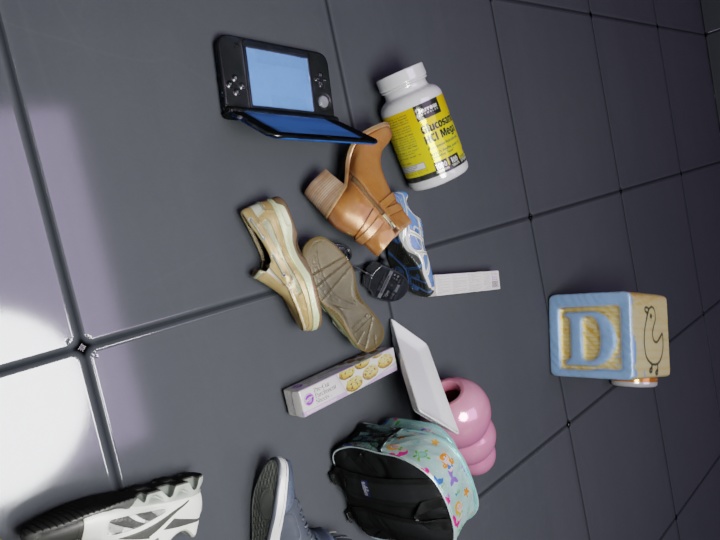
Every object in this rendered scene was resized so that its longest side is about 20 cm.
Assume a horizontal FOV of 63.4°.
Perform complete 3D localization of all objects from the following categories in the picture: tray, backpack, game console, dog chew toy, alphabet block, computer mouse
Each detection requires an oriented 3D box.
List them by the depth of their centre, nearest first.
[{"bbox_3d":[-0.088,-0.258,0.842,0.200,0.118,0.171,-8,91,-43],"label":"game console"},{"bbox_3d":[0.078,0.318,0.878,0.151,0.200,0.178,-29,104,-41],"label":"backpack"},{"bbox_3d":[0.000,0.000,0.959,0.200,0.034,0.059,27,93,-32],"label":"computer mouse"},{"bbox_3d":[0.097,0.175,0.965,0.107,0.022,0.200,36,24,-34],"label":"tray"},{"bbox_3d":[0.184,0.286,1.037,0.125,0.124,0.200,-48,124,-34],"label":"dog chew toy"},{"bbox_3d":[0.573,0.150,1.348,0.200,0.196,0.196,4,84,-42],"label":"alphabet block"}]

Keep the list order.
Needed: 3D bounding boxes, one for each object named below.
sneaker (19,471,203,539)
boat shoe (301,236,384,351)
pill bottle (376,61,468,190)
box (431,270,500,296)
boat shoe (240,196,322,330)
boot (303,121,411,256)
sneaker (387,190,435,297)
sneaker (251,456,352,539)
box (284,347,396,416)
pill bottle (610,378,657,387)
[{"bbox_3d":[-0.267,0.293,0.653,0.200,0.074,0.089,1,83,-42],"label":"sneaker"},{"bbox_3d":[-0.035,0.037,0.901,0.073,0.063,0.201,-41,110,-19],"label":"boat shoe"},{"bbox_3d":[0.104,-0.250,1.018,0.112,0.112,0.200,-37,110,-38],"label":"pill bottle"},{"bbox_3d":[0.195,0.024,1.123,0.200,0.039,0.041,-4,87,-42],"label":"box"},{"bbox_3d":[-0.119,0.000,0.832,0.076,0.072,0.200,-22,93,-27],"label":"boat shoe"},{"bbox_3d":[0.026,-0.129,0.928,0.155,0.074,0.200,41,71,1],"label":"boot"},{"bbox_3d":[0.087,-0.045,1.006,0.077,0.076,0.200,-38,112,-33],"label":"sneaker"},{"bbox_3d":[-0.074,0.353,0.810,0.146,0.077,0.203,4,93,-31],"label":"sneaker"},{"bbox_3d":[-0.025,0.167,0.898,0.200,0.039,0.041,-17,97,-42],"label":"box"},{"bbox_3d":[0.709,0.200,1.521,0.112,0.112,0.200,7,80,-41],"label":"pill bottle"}]
